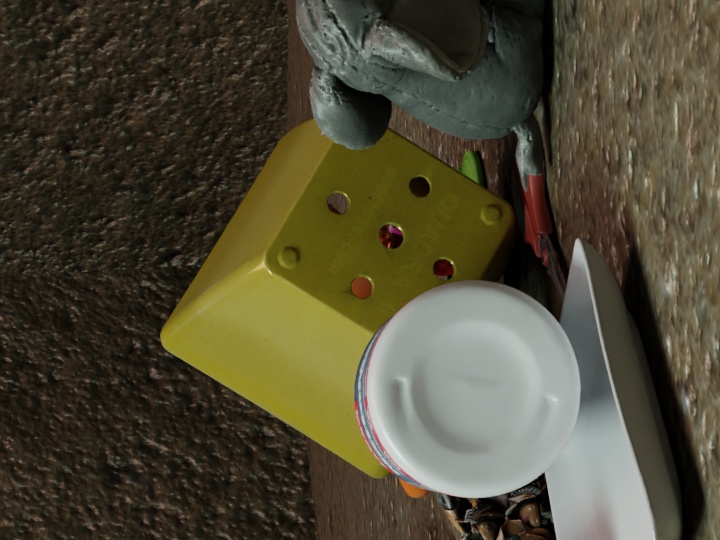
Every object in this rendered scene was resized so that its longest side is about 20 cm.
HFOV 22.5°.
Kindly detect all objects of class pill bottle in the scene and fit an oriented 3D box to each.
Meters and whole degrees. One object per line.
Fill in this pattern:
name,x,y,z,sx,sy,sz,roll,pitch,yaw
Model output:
pill bottle,0.056,0.074,1.077,0.200,0.119,0.120,121,145,-83

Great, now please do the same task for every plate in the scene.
plate,0.140,0.117,1.007,0.200,0.032,0.201,94,171,-49

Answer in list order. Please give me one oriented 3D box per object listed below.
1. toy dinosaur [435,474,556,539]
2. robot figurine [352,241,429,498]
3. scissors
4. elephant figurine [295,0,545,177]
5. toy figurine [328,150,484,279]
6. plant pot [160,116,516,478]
toy dinosaur,0.091,0.167,1.267,0.200,0.102,0.136,19,131,61
robot figurine,0.037,0.078,1.448,0.201,0.116,0.144,65,171,-6
scissors,0.124,-0.011,1.200,0.073,0.014,0.201,96,168,-48
elephant figurine,0.017,-0.146,1.151,0.155,0.199,0.142,36,122,39
toy figurine,0.003,-0.021,1.525,0.200,0.183,0.151,98,167,-59
plant pot,0.000,0.000,1.282,0.200,0.200,0.176,-60,3,-21
